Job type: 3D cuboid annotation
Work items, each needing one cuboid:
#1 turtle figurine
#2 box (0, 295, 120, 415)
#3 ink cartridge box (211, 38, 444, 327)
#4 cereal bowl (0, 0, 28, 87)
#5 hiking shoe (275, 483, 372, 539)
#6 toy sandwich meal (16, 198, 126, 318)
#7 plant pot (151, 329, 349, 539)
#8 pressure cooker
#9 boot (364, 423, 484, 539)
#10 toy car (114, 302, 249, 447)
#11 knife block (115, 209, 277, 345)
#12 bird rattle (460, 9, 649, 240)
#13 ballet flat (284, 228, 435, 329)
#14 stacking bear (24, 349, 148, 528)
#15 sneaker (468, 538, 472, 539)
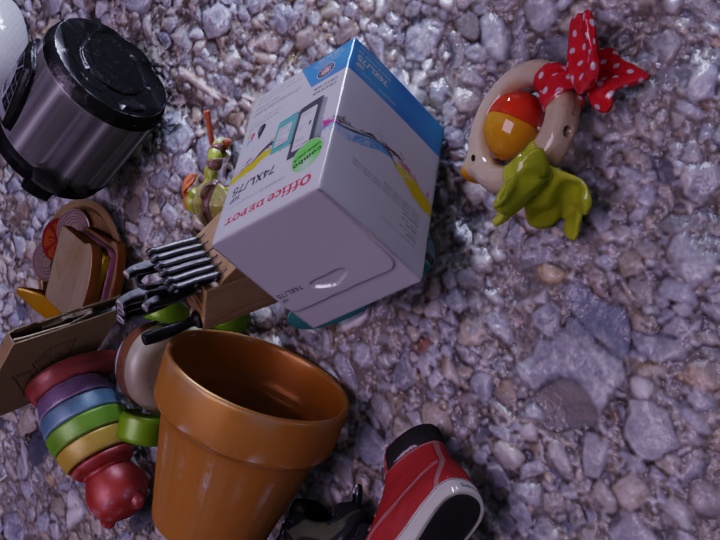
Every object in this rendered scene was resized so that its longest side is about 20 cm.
[{"bbox_3d":[-0.155,-0.086,1.267,0.160,0.064,0.204,6,91,40],"label":"turtle figurine"},{"bbox_3d":[-0.391,0.112,1.362,0.021,0.162,0.200,54,132,14],"label":"box"},{"bbox_3d":[-0.026,-0.081,1.056,0.146,0.146,0.202,-24,40,35],"label":"ink cartridge box"},{"bbox_3d":[-0.580,-0.315,1.624,0.198,0.083,0.204,-2,86,39],"label":"cereal bowl"},{"bbox_3d":[-0.060,0.299,1.169,0.198,0.075,0.102,-28,59,27],"label":"hiking shoe"},{"bbox_3d":[-0.382,0.000,1.445,0.203,0.070,0.209,-3,85,39],"label":"toy sandwich meal"},{"bbox_3d":[-0.133,0.189,1.146,0.199,0.199,0.186,31,108,36],"label":"plant pot"},{"bbox_3d":[-0.360,-0.187,1.375,0.200,0.175,0.180,-42,79,30],"label":"pressure cooker"},{"bbox_3d":[0.028,0.250,1.063,0.201,0.072,0.144,-52,27,9],"label":"boot"},{"bbox_3d":[-0.239,0.101,1.282,0.199,0.156,0.167,12,91,51],"label":"toy car"},{"bbox_3d":[-0.151,0.018,1.151,0.175,0.199,0.064,-43,62,13],"label":"knife block"},{"bbox_3d":[0.156,-0.136,0.997,0.162,0.111,0.203,18,96,55],"label":"bird rattle"},{"bbox_3d":[0.000,0.000,1.143,0.198,0.074,0.075,-25,72,34],"label":"ballet flat"},{"bbox_3d":[-0.328,0.215,1.364,0.121,0.113,0.202,-34,74,15],"label":"stacking bear"},{"bbox_3d":[0.082,0.350,1.030,0.077,0.085,0.203,19,98,38],"label":"sneaker"}]
